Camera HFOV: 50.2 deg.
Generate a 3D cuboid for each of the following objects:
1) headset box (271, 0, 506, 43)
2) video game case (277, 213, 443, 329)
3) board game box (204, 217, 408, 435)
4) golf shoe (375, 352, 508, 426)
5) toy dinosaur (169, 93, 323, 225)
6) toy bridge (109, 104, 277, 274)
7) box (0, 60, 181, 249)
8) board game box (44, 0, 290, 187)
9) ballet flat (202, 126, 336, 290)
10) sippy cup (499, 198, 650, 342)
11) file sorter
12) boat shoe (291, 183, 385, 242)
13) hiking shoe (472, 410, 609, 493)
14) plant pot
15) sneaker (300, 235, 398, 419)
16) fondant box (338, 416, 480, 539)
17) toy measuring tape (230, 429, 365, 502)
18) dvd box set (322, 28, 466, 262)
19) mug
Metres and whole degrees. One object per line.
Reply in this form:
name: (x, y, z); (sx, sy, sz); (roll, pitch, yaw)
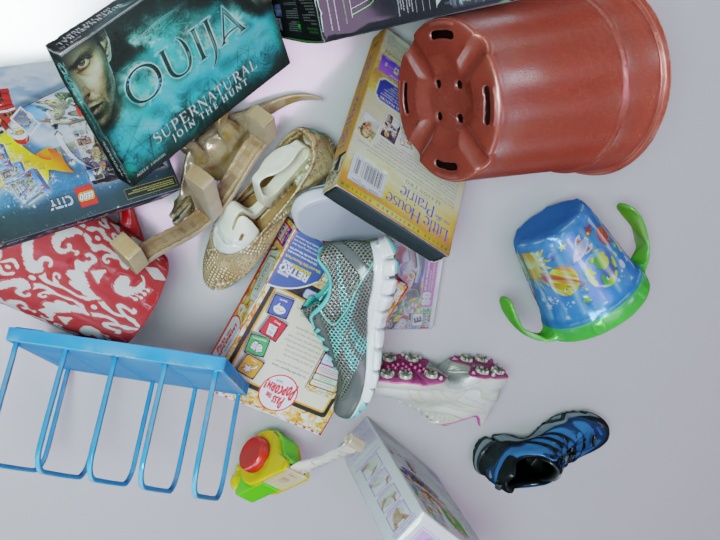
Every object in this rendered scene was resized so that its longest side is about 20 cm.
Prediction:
headset box: (0.026, -0.279, 0.704); (0.199, 0.174, 0.093); (-18, 113, -14)
video game case: (0.000, 0.000, 0.879); (0.199, 0.018, 0.144); (1, 109, -19)
board game box: (-0.062, 0.065, 0.845); (0.151, 0.046, 0.201); (28, 97, -25)
golf shoe: (0.085, 0.151, 0.933); (0.199, 0.075, 0.092); (5, 110, -19)
toy dinosaur: (-0.140, -0.140, 0.772); (0.200, 0.058, 0.101); (-46, 133, -8)
toy bridge: (-0.148, -0.072, 0.727); (0.027, 0.067, 0.200); (36, 69, 15)
box: (-0.263, -0.105, 0.656); (0.200, 0.038, 0.137); (-28, 99, -49)
board game box: (-0.154, -0.184, 0.659); (0.200, 0.028, 0.136); (-46, 143, -23)
ballet flat: (-0.105, -0.069, 0.787); (0.200, 0.070, 0.065); (-53, 153, -3)
sippy cup: (0.251, -0.007, 0.910); (0.131, 0.139, 0.178); (55, 47, -16)
file sorter: (-0.223, 0.140, 0.724); (0.198, 0.139, 0.124); (8, 72, 3)
boat shoe: (0.010, -0.077, 0.818); (0.199, 0.066, 0.074); (-2, 142, -35)
hiking shoe: (0.252, 0.248, 1.016); (0.199, 0.087, 0.075); (-14, 113, -14)
plant pot: (0.155, -0.175, 0.745); (0.194, 0.200, 0.202); (-16, 114, -30)
sneaker: (-0.019, 0.057, 0.801); (0.091, 0.078, 0.201); (7, 103, -6)
fondant box: (0.064, 0.276, 0.898); (0.058, 0.200, 0.144); (-46, 116, 1)
toy measuring tape: (-0.076, 0.204, 0.874); (0.199, 0.074, 0.074); (-31, 120, 29)
dvd box set: (0.050, -0.128, 0.784); (0.146, 0.029, 0.201); (29, 61, -26)
mug: (-0.278, -0.033, 0.711); (0.200, 0.133, 0.178); (35, 97, -29)
